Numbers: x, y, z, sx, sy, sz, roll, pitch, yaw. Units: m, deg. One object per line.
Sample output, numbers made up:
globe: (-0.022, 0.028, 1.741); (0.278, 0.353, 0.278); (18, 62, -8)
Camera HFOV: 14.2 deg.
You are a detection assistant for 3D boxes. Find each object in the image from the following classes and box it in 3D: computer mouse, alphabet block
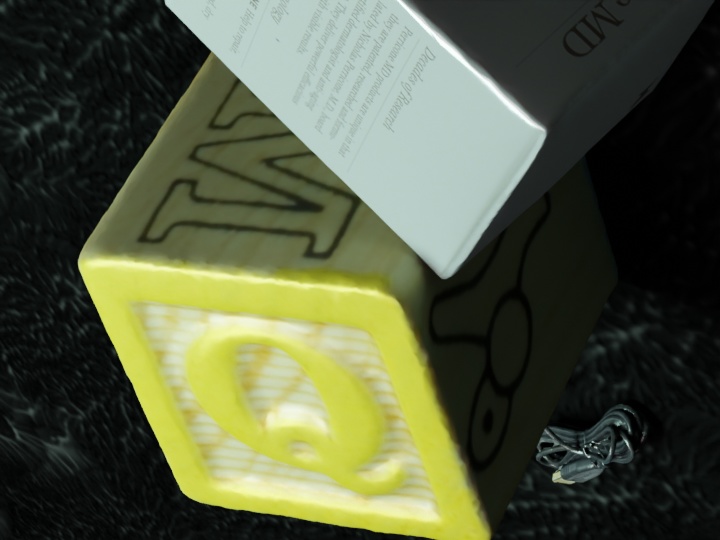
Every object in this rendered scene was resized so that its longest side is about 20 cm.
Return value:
computer mouse: (0.080, 0.045, 1.706); (0.200, 0.044, 0.110); (44, 159, -3)
alphabet block: (0.000, 0.000, 1.525); (0.195, 0.200, 0.196); (5, 136, 29)

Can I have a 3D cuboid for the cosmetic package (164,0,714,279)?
cosmetic package: (0.044, -0.143, 1.357); (0.200, 0.167, 0.166); (44, 153, 7)
